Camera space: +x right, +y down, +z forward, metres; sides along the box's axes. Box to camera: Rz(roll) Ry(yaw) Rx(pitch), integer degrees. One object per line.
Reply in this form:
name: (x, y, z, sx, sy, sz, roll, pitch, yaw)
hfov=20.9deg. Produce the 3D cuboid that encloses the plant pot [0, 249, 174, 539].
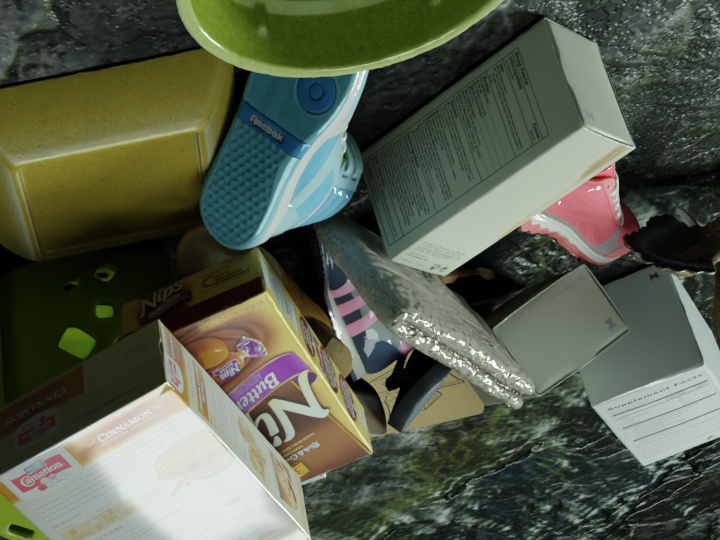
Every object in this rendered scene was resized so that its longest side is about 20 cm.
plant pot: (-0.260, 0.104, 1.566, 0.181, 0.200, 0.199, 7, 145, -27)

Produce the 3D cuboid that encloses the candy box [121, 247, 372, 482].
candy box: (-0.083, 0.085, 1.478, 0.117, 0.057, 0.200, -24, 133, 10)

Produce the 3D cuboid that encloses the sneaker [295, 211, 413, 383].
sneaker: (0.000, 0.000, 1.607, 0.082, 0.070, 0.200, -22, 132, -9)

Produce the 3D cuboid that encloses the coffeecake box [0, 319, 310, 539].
coffeecake box: (-0.155, 0.153, 1.435, 0.153, 0.073, 0.200, -29, 128, 11)

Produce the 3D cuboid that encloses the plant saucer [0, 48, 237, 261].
plant saucer: (-0.183, -0.072, 1.433, 0.200, 0.048, 0.200, -12, 151, -7)

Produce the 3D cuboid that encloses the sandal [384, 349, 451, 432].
sandal: (0.045, 0.086, 1.709, 0.076, 0.043, 0.200, -53, -176, 14)

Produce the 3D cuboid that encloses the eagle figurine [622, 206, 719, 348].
eagle figurine: (0.311, -0.005, 1.662, 0.200, 0.152, 0.151, -49, 152, -32)

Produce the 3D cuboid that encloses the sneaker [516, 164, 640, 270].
sneaker: (0.189, -0.060, 1.617, 0.087, 0.074, 0.200, -37, 147, 27)

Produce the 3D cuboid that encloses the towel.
towel: (0.054, 0.032, 1.534, 0.034, 0.133, 0.200, -47, 138, 10)

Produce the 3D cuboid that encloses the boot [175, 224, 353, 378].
boot: (-0.099, 0.012, 1.554, 0.071, 0.144, 0.201, -50, 125, -3)

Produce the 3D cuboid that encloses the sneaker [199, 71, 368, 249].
sneaker: (-0.031, -0.110, 1.430, 0.131, 0.080, 0.200, -16, 146, -57)

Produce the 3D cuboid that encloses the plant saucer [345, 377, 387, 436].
plant saucer: (-0.062, 0.085, 1.675, 0.200, 0.200, 0.032, 21, 95, -48)

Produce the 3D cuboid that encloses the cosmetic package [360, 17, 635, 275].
cosmetic package: (0.101, -0.091, 1.485, 0.200, 0.105, 0.071, -33, 149, 32)

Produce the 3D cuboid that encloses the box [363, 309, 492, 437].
box: (0.047, 0.107, 1.901, 0.163, 0.021, 0.200, -12, 152, -8)

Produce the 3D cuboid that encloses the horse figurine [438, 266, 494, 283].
horse figurine: (0.022, 0.020, 1.702, 0.200, 0.050, 0.132, -33, 153, 25)

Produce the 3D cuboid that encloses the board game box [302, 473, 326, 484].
board game box: (-0.138, 0.136, 1.759, 0.105, 0.103, 0.200, -22, 154, 34)

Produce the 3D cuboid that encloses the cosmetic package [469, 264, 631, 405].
cosmetic package: (0.152, 0.060, 1.709, 0.103, 0.073, 0.200, -34, 179, -12)

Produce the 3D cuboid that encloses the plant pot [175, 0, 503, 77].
plant pot: (-0.020, -0.239, 1.067, 0.200, 0.184, 0.200, -12, 153, -6)

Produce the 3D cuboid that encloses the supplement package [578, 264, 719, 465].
supplement package: (0.286, 0.094, 1.897, 0.117, 0.117, 0.200, -22, 151, 13)
